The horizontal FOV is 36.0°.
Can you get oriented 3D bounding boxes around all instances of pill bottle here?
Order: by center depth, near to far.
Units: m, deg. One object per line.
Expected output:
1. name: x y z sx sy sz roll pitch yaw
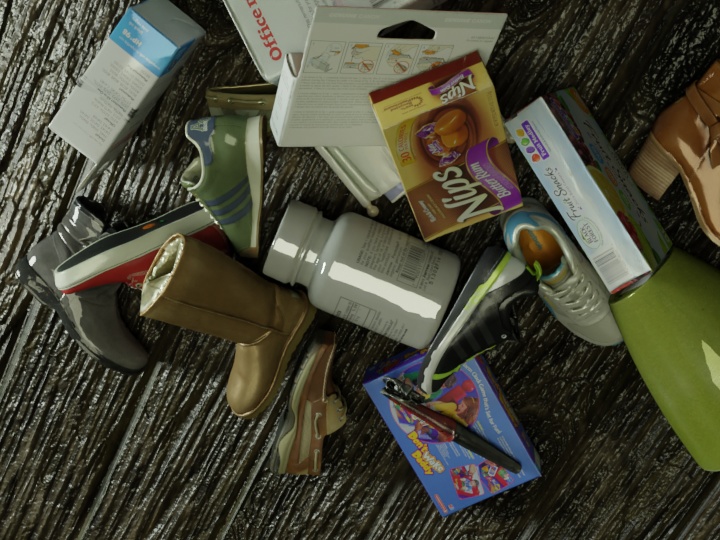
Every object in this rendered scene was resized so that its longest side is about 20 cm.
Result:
1. pill bottle: 0.000 0.000 1.225 0.199 0.114 0.115 22 111 -2

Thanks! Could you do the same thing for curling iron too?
1. curling iron: 0.104 0.182 1.269 0.200 0.050 0.026 36 78 -15

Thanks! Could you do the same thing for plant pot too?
1. plant pot: 0.366 0.076 1.186 0.187 0.187 0.200 -43 92 19

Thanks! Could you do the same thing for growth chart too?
1. growth chart: 0.058 -0.141 1.214 0.200 0.018 0.145 -29 109 16

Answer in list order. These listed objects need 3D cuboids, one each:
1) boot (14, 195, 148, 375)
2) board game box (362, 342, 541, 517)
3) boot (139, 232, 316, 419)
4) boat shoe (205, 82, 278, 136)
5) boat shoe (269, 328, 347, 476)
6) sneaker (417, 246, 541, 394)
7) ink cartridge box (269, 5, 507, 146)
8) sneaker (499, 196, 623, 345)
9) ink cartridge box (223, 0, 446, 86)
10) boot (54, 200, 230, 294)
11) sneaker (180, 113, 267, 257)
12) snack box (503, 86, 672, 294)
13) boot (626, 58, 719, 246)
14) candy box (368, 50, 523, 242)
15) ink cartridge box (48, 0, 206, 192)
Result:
1. boot: -0.294 0.020 1.296 0.132 0.070 0.200 -41 106 12
2. board game box: 0.110 0.179 1.315 0.134 0.045 0.200 -26 105 15
3. boot: -0.164 0.065 1.236 0.200 0.066 0.176 23 95 -42
4. boat shoe: -0.068 -0.190 1.188 0.200 0.073 0.063 -12 113 19
5. boat shoe: -0.052 0.161 1.318 0.074 0.076 0.201 15 119 -4
6. sneaker: 0.130 0.068 1.198 0.083 0.072 0.200 29 119 4
7. ink cartridge box: 0.024 -0.196 1.087 0.199 0.044 0.174 -3 140 -21
8. sneaker: 0.224 0.013 1.221 0.076 0.081 0.200 -40 102 17
9. ink cartridge box: -0.033 -0.294 1.110 0.199 0.083 0.146 -27 90 9
10. boot: -0.232 0.021 1.252 0.199 0.072 0.145 -22 111 -18
11. sneaker: -0.149 -0.093 1.202 0.089 0.067 0.201 4 140 -3
12. snack box: 0.234 -0.086 1.124 0.053 0.142 0.200 -32 89 25
13. boot: 0.399 -0.111 1.159 0.200 0.077 0.156 38 116 6
14. candy box: 0.091 -0.121 1.133 0.116 0.057 0.200 -20 143 4
15. ink cartridge box: -0.258 -0.190 1.185 0.067 0.116 0.200 38 109 -8
